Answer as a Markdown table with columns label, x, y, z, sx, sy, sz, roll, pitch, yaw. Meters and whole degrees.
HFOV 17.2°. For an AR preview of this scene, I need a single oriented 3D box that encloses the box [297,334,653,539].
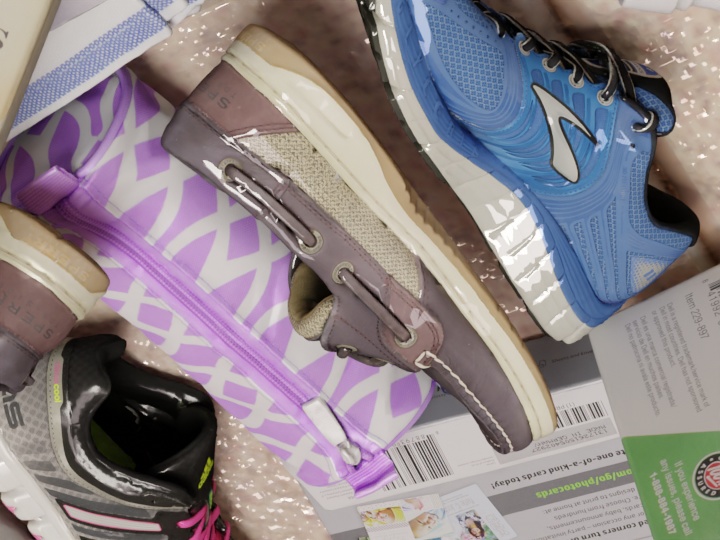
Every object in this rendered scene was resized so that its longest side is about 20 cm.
| label | x | y | z | sx | sy | sz | roll | pitch | yaw |
| --- | --- | --- | --- | --- | --- | --- | --- | --- | --- |
| box | 0.076 | 0.121 | 1.048 | 0.156 | 0.041 | 0.200 | -16 | 126 | 18 |

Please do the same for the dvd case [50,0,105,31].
| label | x | y | z | sx | sy | sz | roll | pitch | yaw |
| --- | --- | --- | --- | --- | --- | --- | --- | --- | --- |
| dvd case | -0.142 | -0.141 | 0.804 | 0.200 | 0.016 | 0.149 | -25 | 122 | 27 |

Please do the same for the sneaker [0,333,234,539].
| label | x | y | z | sx | sy | sz | roll | pitch | yaw |
| --- | --- | --- | --- | --- | --- | --- | --- | --- | --- |
| sneaker | -0.086 | 0.100 | 1.023 | 0.087 | 0.074 | 0.200 | -23 | 119 | 30 |

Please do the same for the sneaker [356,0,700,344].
| label | x | y | z | sx | sy | sz | roll | pitch | yaw |
| --- | --- | --- | --- | --- | --- | --- | --- | --- | --- |
| sneaker | 0.063 | -0.067 | 0.881 | 0.089 | 0.079 | 0.200 | -31 | 125 | 10 |

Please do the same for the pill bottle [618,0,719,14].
| label | x | y | z | sx | sy | sz | roll | pitch | yaw |
| --- | --- | --- | --- | --- | --- | --- | --- | --- | --- |
| pill bottle | 0.190 | -0.112 | 0.799 | 0.199 | 0.104 | 0.104 | 7 | 130 | 0 |

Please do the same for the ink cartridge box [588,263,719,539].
| label | x | y | z | sx | sy | sz | roll | pitch | yaw |
| --- | --- | --- | --- | --- | --- | --- | --- | --- | --- |
| ink cartridge box | 0.202 | 0.047 | 0.882 | 0.200 | 0.145 | 0.088 | -28 | 125 | 12 |

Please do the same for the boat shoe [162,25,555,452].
| label | x | y | z | sx | sy | sz | roll | pitch | yaw |
| --- | --- | --- | --- | --- | --- | --- | --- | --- | --- |
| boat shoe | 0.000 | 0.000 | 0.884 | 0.065 | 0.072 | 0.200 | -40 | 118 | -3 |

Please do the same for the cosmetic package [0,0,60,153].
| label | x | y | z | sx | sy | sz | roll | pitch | yaw |
| --- | --- | --- | --- | --- | --- | --- | --- | --- | --- |
| cosmetic package | -0.143 | -0.112 | 0.769 | 0.103 | 0.073 | 0.200 | 22 | 131 | -7 |

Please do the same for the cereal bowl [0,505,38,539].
| label | x | y | z | sx | sy | sz | roll | pitch | yaw |
| --- | --- | --- | --- | --- | --- | --- | --- | --- | --- |
| cereal bowl | -0.213 | 0.150 | 1.065 | 0.199 | 0.083 | 0.200 | 8 | 134 | 8 |

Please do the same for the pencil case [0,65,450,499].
| label | x | y | z | sx | sy | sz | roll | pitch | yaw |
| --- | --- | --- | --- | --- | --- | --- | --- | --- | --- |
| pencil case | -0.056 | 0.008 | 0.937 | 0.084 | 0.086 | 0.200 | -35 | 118 | 27 |

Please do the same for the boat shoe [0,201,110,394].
| label | x | y | z | sx | sy | sz | roll | pitch | yaw |
| --- | --- | --- | --- | --- | --- | --- | --- | --- | --- |
| boat shoe | -0.157 | 0.018 | 0.908 | 0.072 | 0.065 | 0.200 | 42 | 160 | -18 |

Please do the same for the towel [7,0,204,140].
| label | x | y | z | sx | sy | sz | roll | pitch | yaw |
| --- | --- | --- | --- | --- | --- | --- | --- | --- | --- |
| towel | -0.170 | -0.127 | 0.847 | 0.147 | 0.024 | 0.200 | -30 | 120 | 29 |
